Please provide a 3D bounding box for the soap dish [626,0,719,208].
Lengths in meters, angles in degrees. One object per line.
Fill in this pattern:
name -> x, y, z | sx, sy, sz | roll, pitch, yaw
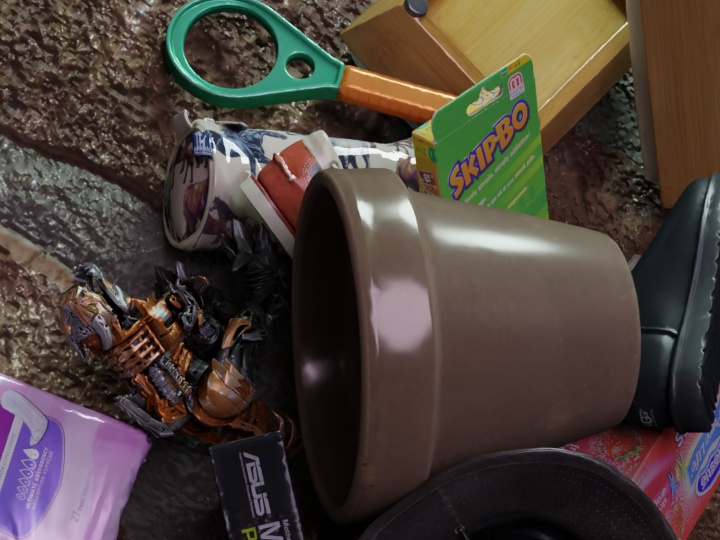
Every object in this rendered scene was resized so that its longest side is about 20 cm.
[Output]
soap dish -> 0.261, -0.162, 1.522 | 0.157, 0.081, 0.201 | -37, 130, -36

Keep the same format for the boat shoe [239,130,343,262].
boat shoe -> 0.000, 0.000, 1.367 | 0.062, 0.071, 0.200 | -38, 121, -3

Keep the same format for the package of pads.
package of pads -> -0.227, 0.117, 1.252 | 0.199, 0.076, 0.121 | 24, 59, -15

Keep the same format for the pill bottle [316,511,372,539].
pill bottle -> 0.078, 0.178, 1.322 | 0.199, 0.112, 0.112 | 27, 58, 11

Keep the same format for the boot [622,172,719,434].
boot -> 0.149, 0.017, 1.384 | 0.167, 0.077, 0.201 | 2, 52, 20

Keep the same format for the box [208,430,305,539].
box -> -0.043, 0.207, 1.251 | 0.044, 0.160, 0.202 | -12, 73, -4

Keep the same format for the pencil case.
pencil case -> -0.027, -0.055, 1.414 | 0.198, 0.078, 0.090 | 2, 85, -24

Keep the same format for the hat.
hat -> 0.081, 0.183, 1.218 | 0.199, 0.081, 0.203 | 0, 101, -2

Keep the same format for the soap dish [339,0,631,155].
soap dish -> 0.105, -0.167, 1.521 | 0.157, 0.081, 0.200 | 47, 59, -1

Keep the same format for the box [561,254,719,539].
box -> 0.183, 0.099, 1.419 | 0.200, 0.094, 0.103 | -52, 139, -32

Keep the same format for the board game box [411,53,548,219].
board game box -> 0.082, -0.038, 1.412 | 0.030, 0.201, 0.095 | 27, 48, 37

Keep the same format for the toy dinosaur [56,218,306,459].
toy dinosaur -> -0.098, 0.055, 1.321 | 0.200, 0.101, 0.136 | 57, 35, -41

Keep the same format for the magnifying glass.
magnifying glass -> -0.033, -0.131, 1.448 | 0.198, 0.022, 0.080 | 16, 63, -3

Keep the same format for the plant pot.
plant pot -> 0.062, 0.041, 1.248 | 0.173, 0.200, 0.202 | -2, 70, -13
